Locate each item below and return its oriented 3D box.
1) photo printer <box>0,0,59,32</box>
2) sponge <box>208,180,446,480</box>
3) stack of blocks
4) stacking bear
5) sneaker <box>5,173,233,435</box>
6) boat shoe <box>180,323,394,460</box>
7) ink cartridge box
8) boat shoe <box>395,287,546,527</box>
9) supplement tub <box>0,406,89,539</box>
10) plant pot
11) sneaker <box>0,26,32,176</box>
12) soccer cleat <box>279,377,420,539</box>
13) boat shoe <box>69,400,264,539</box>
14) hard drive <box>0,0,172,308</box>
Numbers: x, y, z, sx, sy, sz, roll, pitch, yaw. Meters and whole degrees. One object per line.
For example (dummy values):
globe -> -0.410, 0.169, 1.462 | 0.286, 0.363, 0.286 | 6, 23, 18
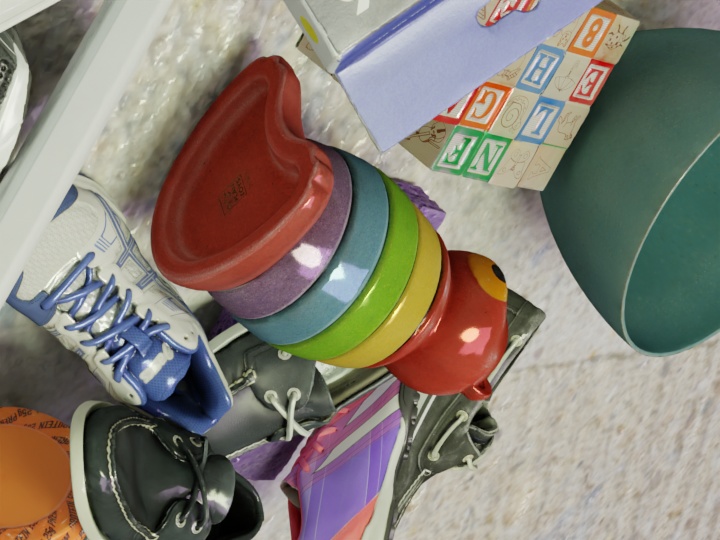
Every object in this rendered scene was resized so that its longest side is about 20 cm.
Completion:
photo printer -> -0.147, -0.139, 0.855 | 0.200, 0.166, 0.070 | -32, 117, -25
sponge -> -0.038, 0.033, 1.310 | 0.111, 0.030, 0.201 | 9, 118, -54
stack of blocks -> 0.056, -0.115, 1.238 | 0.200, 0.059, 0.116 | 7, 117, -54
stacking bear -> 0.000, 0.000, 1.176 | 0.200, 0.122, 0.114 | 32, 114, -36
sneaker -> -0.120, 0.019, 1.134 | 0.075, 0.088, 0.200 | -46, 148, -1
boat shoe -> -0.032, 0.055, 1.256 | 0.200, 0.060, 0.076 | -38, 146, -15
ink cartridge box -> 0.041, -0.187, 1.021 | 0.197, 0.047, 0.201 | -35, 105, -7
boat shoe -> 0.053, 0.099, 1.446 | 0.201, 0.063, 0.071 | -64, 172, 23
supplement tub -> -0.186, 0.174, 1.184 | 0.122, 0.122, 0.201 | -27, 143, -32
plant pot -> 0.183, -0.068, 1.379 | 0.200, 0.135, 0.201 | -32, 145, -26
sneaker -> -0.216, -0.043, 0.929 | 0.086, 0.081, 0.200 | 17, 124, -48
soccer cleat -> -0.008, 0.110, 1.351 | 0.068, 0.073, 0.201 | 102, 1, -58
boat shoe -> -0.092, 0.110, 1.138 | 0.066, 0.075, 0.199 | -4, 158, 10
hard drive -> -0.143, -0.030, 0.981 | 0.201, 0.027, 0.132 | -63, -173, -22
